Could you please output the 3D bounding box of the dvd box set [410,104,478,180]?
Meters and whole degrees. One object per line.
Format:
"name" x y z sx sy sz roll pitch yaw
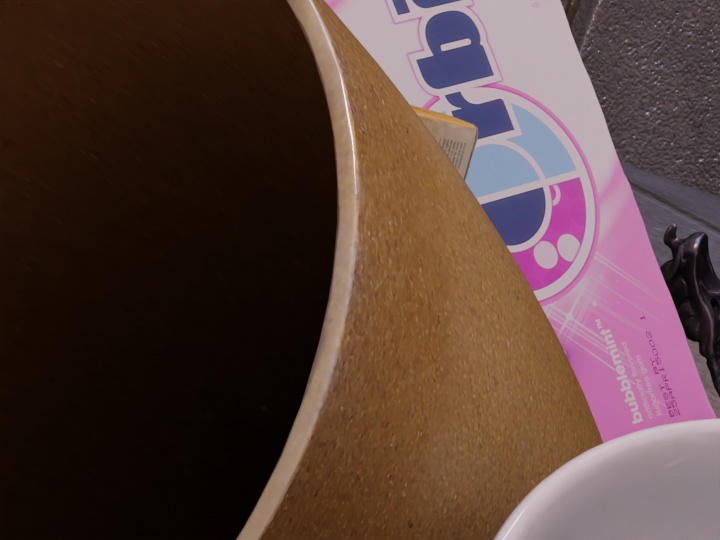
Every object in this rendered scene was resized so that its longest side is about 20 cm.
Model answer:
"dvd box set" -0.051 0.014 0.750 0.029 0.147 0.199 20 7 34

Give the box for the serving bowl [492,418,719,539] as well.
"serving bowl" 0.098 0.123 0.534 0.199 0.066 0.201 17 39 -14

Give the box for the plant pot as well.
"plant pot" -0.028 0.042 0.606 0.186 0.187 0.200 27 -4 38

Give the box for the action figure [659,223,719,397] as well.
"action figure" 0.030 0.035 1.025 0.199 0.103 0.119 -5 4 28

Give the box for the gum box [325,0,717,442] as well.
"gum box" 0.025 -0.011 0.898 0.113 0.201 0.066 -16 -8 -33
